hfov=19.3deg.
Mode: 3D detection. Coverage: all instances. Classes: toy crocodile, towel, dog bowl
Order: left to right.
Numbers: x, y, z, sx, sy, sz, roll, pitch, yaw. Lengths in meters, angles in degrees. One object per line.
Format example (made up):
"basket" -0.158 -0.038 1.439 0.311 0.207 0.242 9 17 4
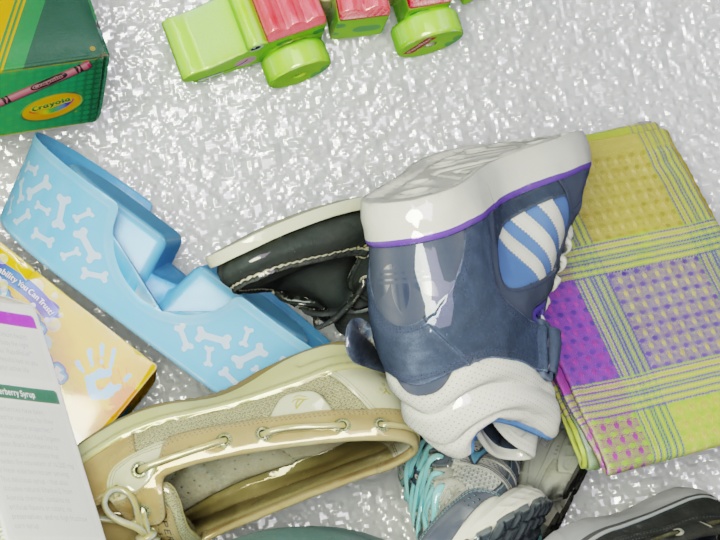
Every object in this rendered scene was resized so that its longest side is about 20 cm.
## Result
"dog bowl" -0.100 0.007 1.087 0.200 0.111 0.050 37 94 1
"toy crocodile" -0.008 -0.148 1.149 0.200 0.062 0.068 -15 81 -9
"towel" 0.140 0.009 1.116 0.143 0.023 0.200 -11 64 -27

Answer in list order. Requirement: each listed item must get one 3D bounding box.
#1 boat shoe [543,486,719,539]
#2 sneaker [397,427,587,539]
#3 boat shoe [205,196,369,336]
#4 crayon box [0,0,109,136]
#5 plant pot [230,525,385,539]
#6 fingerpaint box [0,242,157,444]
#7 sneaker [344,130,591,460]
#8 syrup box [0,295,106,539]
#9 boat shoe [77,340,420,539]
"boat shoe" 0.139 0.156 1.055 0.200 0.057 0.069 -20 116 -47
"sneaker" 0.050 0.117 1.053 0.086 0.200 0.078 26 108 14
"boat shoe" -0.002 0.001 1.072 0.074 0.199 0.066 -20 85 28
"crayon box" -0.239 -0.122 1.061 0.200 0.058 0.119 -11 59 -19
"plant pot" -0.037 0.213 1.008 0.200 0.134 0.201 -3 75 10
"fingerpaint box" -0.231 0.055 1.076 0.200 0.073 0.167 37 78 1
"sneaker" 0.067 0.017 1.040 0.080 0.200 0.147 -7 101 28
"syrup box" -0.172 0.115 0.963 0.079 0.081 0.200 -28 70 23
"boat shoe" -0.071 0.103 1.026 0.200 0.073 0.063 -22 46 -7
